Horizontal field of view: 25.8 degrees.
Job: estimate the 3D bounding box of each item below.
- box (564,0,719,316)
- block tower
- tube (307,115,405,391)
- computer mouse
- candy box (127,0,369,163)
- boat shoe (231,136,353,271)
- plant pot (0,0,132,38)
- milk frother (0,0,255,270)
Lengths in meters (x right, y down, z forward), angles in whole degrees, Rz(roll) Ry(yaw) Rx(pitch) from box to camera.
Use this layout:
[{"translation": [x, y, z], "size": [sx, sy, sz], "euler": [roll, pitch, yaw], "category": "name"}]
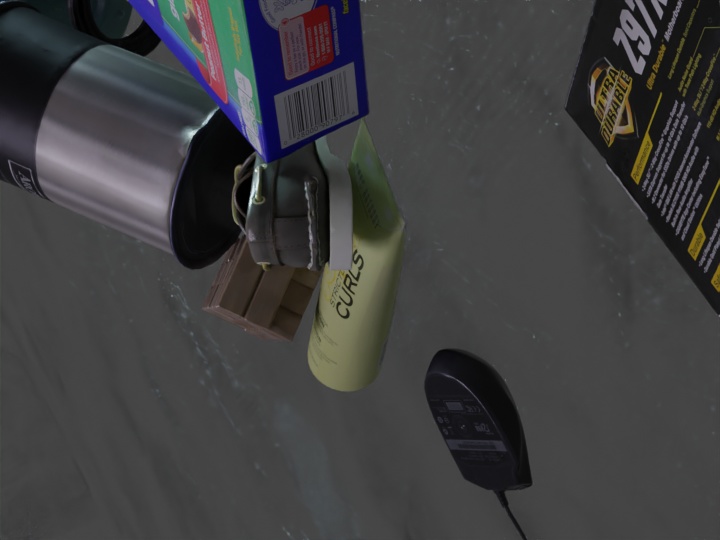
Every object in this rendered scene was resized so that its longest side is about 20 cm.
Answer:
[{"translation": [0.140, -0.059, 0.484], "size": [0.161, 0.049, 0.201], "euler": [59, 161, 26], "category": "box"}, {"translation": [-0.069, 0.012, 1.054], "size": [0.054, 0.058, 0.200], "euler": [25, 176, -7], "category": "block tower"}, {"translation": [0.000, 0.000, 0.948], "size": [0.058, 0.052, 0.201], "euler": [30, 146, 12], "category": "tube"}, {"translation": [0.092, 0.129, 0.892], "size": [0.058, 0.034, 0.202], "euler": [-2, 117, 52], "category": "computer mouse"}, {"translation": [-0.078, -0.189, 0.874], "size": [0.200, 0.076, 0.170], "euler": [51, 157, 40], "category": "candy box"}, {"translation": [-0.045, -0.046, 0.921], "size": [0.202, 0.059, 0.073], "euler": [-121, 28, -72], "category": "boat shoe"}, {"translation": [-0.263, -0.223, 1.172], "size": [0.160, 0.200, 0.202], "euler": [32, 145, 38], "category": "plant pot"}, {"translation": [-0.139, -0.124, 1.036], "size": [0.186, 0.202, 0.180], "euler": [23, -179, 19], "category": "milk frother"}]
